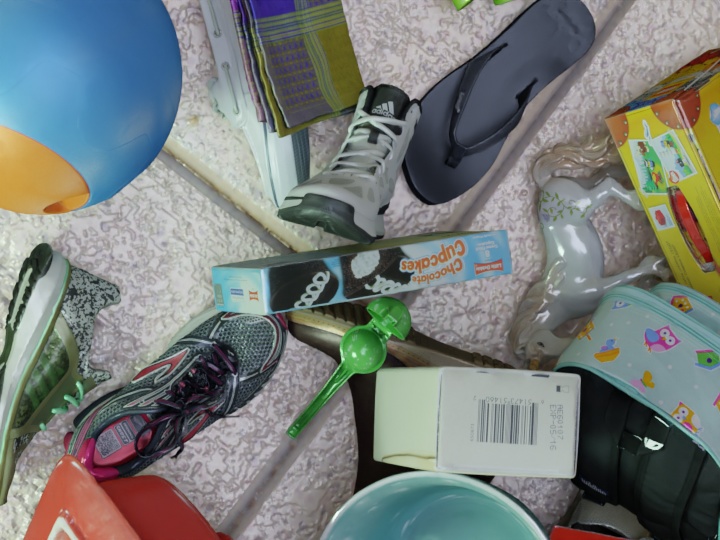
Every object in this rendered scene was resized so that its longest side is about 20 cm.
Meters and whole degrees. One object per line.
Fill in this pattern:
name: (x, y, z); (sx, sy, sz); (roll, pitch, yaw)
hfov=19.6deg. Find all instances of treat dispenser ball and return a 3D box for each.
treat dispenser ball: (-0.226, -0.141, 1.483); (0.199, 0.201, 0.203); (-1, 95, -9)

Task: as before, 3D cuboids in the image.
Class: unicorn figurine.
unicorn figurine: (0.177, -0.006, 1.636); (0.136, 0.074, 0.202); (-9, 82, 1)

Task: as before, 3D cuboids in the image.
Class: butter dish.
butter dish: (-0.149, 0.240, 1.548); (0.147, 0.201, 0.200); (-23, 63, -39)

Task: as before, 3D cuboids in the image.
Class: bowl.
bowl: (0.071, 0.235, 1.552); (0.199, 0.105, 0.203); (3, 100, 20)

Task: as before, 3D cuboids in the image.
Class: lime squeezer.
lime squeezer: (0.005, 0.061, 1.535); (0.037, 0.200, 0.071); (28, 53, -10)

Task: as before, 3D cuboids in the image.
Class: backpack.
backpack: (0.229, 0.101, 1.540); (0.175, 0.200, 0.154); (35, 75, 22)

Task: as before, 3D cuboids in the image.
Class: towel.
towel: (-0.050, -0.204, 1.550); (0.023, 0.143, 0.202); (-9, 95, 33)

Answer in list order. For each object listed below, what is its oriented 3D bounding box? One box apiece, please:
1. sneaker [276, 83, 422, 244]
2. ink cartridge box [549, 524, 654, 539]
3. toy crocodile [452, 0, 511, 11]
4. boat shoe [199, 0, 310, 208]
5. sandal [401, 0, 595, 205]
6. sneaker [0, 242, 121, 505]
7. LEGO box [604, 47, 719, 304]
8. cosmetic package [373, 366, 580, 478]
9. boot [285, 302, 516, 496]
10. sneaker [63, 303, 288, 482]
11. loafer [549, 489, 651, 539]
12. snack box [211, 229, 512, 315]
sneaker: (-0.006, -0.084, 1.527); (0.075, 0.200, 0.116); (16, 94, 6)
ink cartridge box: (0.194, 0.304, 1.628); (0.172, 0.044, 0.202); (12, 107, -30)
toy crocodile: (0.154, -0.251, 1.608); (0.198, 0.062, 0.068); (-17, 98, -8)
boat shoe: (-0.084, -0.142, 1.582); (0.066, 0.074, 0.202); (-9, 90, 11)
sandal: (0.103, -0.138, 1.619); (0.076, 0.043, 0.201); (40, 88, -10)
sneaker: (-0.232, 0.086, 1.571); (0.088, 0.077, 0.202); (16, 94, -19)
LEGO box: (0.296, -0.062, 1.608); (0.149, 0.077, 0.201); (-32, 101, -38)
cosmetic package: (0.078, 0.106, 1.474); (0.102, 0.200, 0.074); (4, 85, -10)
boot: (0.014, 0.124, 1.615); (0.198, 0.072, 0.168); (21, 103, 3)
sneaker: (-0.135, 0.099, 1.584); (0.200, 0.075, 0.081); (-40, 99, -5)
loafer: (0.204, 0.194, 1.652); (0.075, 0.068, 0.201); (32, 89, -11)
snack box: (0.000, 0.000, 1.556); (0.198, 0.116, 0.038); (-9, 94, -22)
